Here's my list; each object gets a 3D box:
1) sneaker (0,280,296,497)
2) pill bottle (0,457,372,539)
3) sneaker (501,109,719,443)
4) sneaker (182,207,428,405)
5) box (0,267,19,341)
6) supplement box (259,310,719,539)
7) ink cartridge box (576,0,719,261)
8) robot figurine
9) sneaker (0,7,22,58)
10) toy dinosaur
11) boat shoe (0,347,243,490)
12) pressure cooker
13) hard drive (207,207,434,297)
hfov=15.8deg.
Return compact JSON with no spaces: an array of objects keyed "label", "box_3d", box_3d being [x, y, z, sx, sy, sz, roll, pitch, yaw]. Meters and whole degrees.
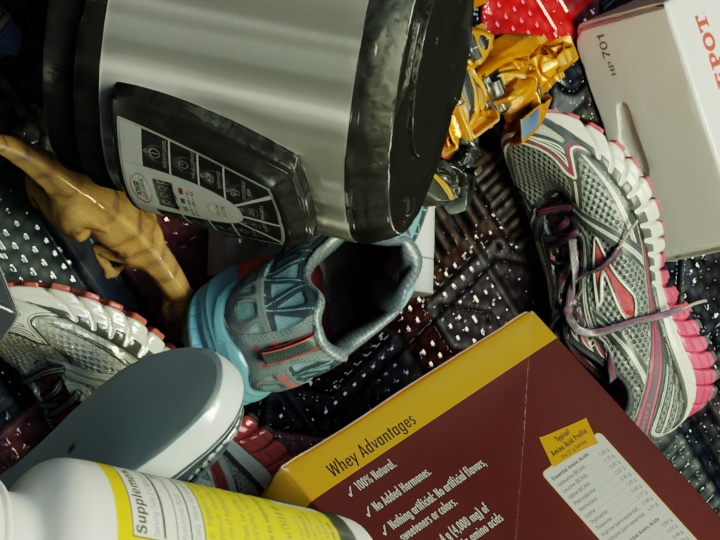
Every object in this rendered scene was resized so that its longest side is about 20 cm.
[{"label":"sneaker","box_3d":[-0.115,0.075,1.248,0.200,0.078,0.082,41,66,-23]},{"label":"pill bottle","box_3d":[-0.097,0.141,1.096,0.199,0.111,0.112,15,77,-26]},{"label":"sneaker","box_3d":[0.129,0.005,1.419,0.074,0.080,0.201,-33,104,-30]},{"label":"sneaker","box_3d":[0.000,0.000,1.274,0.080,0.095,0.200,62,39,-21]},{"label":"box","box_3d":[-0.277,0.031,1.080,0.199,0.104,0.183,27,106,-29]},{"label":"supplement box","box_3d":[0.062,0.164,1.260,0.200,0.133,0.197,48,45,13]},{"label":"ink cartridge box","box_3d":[0.240,-0.109,1.504,0.199,0.086,0.147,-25,99,-35]},{"label":"robot figurine","box_3d":[0.047,-0.114,1.322,0.146,0.058,0.200,67,26,-11]},{"label":"sneaker","box_3d":[-0.210,-0.051,1.200,0.085,0.077,0.201,33,68,-31]},{"label":"toy dinosaur","box_3d":[-0.133,-0.040,1.215,0.060,0.106,0.200,-46,131,5]},{"label":"boat shoe","box_3d":[-0.107,0.112,1.197,0.091,0.200,0.071,38,32,-30]},{"label":"pressure cooker","box_3d":[-0.058,-0.111,1.162,0.179,0.198,0.177,-47,149,-70]},{"label":"hard drive","box_3d":[-0.017,-0.092,1.363,0.131,0.027,0.202,6,81,-34]}]
